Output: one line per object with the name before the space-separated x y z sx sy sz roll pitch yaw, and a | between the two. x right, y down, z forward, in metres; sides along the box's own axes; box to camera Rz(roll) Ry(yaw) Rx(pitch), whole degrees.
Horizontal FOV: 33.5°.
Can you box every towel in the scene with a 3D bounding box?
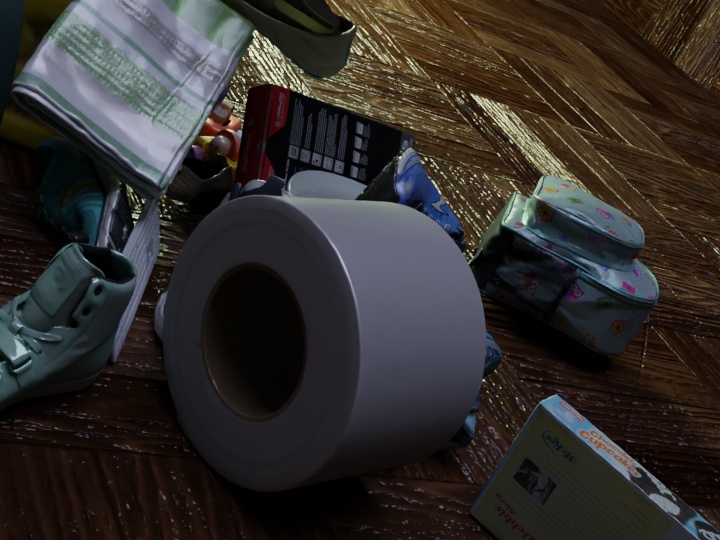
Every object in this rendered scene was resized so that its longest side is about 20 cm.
towel | -0.182 -0.177 1.001 0.149 0.031 0.201 38 58 -20

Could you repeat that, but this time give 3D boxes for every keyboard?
keyboard | -0.182 0.001 0.969 0.011 0.057 0.200 -2 26 3

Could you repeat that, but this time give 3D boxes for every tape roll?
tape roll | -0.029 0.049 0.861 0.138 0.204 0.203 0 37 -49

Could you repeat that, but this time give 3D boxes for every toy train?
toy train | -0.110 -0.127 1.294 0.199 0.056 0.150 32 24 7

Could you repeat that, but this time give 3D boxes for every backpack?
backpack | 0.237 -0.004 1.328 0.199 0.154 0.176 37 19 1

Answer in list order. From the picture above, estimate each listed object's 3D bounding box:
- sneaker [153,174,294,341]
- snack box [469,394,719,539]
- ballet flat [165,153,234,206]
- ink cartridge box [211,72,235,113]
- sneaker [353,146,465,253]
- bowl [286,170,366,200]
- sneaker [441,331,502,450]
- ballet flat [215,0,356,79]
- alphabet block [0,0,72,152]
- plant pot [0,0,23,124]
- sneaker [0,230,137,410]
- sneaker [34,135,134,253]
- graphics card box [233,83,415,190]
sneaker | -0.101 -0.014 0.990 0.079 0.130 0.199 29 24 4
snack box | 0.187 0.203 0.901 0.200 0.117 0.037 41 27 24
ballet flat | -0.161 -0.093 1.117 0.067 0.047 0.200 34 7 12
ink cartridge box | -0.152 -0.209 1.192 0.042 0.200 0.120 34 52 1
sneaker | 0.051 -0.041 1.008 0.089 0.079 0.200 46 6 15
bowl | 0.000 0.000 1.119 0.200 0.091 0.202 26 23 -12
sneaker | 0.065 0.112 1.017 0.199 0.080 0.096 -17 60 -48
ballet flat | -0.089 -0.253 1.082 0.199 0.070 0.070 32 23 -9
alphabet block | -0.286 -0.240 1.152 0.194 0.198 0.201 21 25 -14
plant pot | -0.364 -0.197 0.972 0.141 0.201 0.141 34 24 10
sneaker | -0.229 0.033 0.772 0.074 0.119 0.200 39 27 19
sneaker | -0.234 -0.050 1.011 0.079 0.078 0.201 -13 43 -8
graphics card box | -0.035 -0.103 1.226 0.199 0.127 0.051 13 -8 -40
